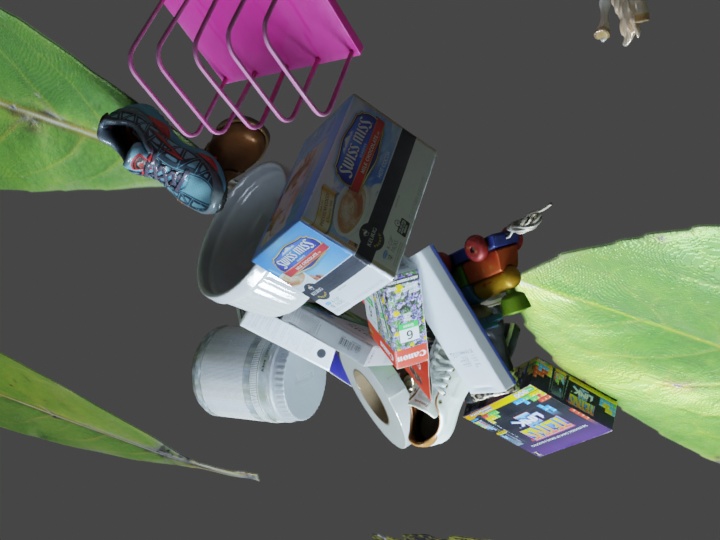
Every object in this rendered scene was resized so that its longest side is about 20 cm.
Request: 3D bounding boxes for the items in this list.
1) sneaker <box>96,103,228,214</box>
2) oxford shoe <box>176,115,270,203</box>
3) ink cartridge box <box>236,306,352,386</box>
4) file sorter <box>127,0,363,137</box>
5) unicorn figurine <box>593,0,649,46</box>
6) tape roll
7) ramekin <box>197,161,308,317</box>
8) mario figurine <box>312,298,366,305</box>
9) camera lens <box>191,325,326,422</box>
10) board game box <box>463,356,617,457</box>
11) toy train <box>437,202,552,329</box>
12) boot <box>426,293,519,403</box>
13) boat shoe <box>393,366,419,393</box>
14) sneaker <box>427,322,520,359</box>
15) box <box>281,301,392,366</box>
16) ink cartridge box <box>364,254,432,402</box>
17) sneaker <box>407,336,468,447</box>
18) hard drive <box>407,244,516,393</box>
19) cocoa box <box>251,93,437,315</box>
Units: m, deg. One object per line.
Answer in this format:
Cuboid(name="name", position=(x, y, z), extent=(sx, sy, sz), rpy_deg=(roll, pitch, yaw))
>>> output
Cuboid(name="sneaker", position=(-0.258, -0.133, 1.187), extent=(0.200, 0.095, 0.080), rpy_deg=(39, 120, 17))
Cuboid(name="oxford shoe", position=(-0.184, -0.138, 1.233), extent=(0.071, 0.072, 0.200), rpy_deg=(35, 144, -20))
Cuboid(name="ink cartridge box", position=(-0.101, 0.086, 1.445), extent=(0.199, 0.044, 0.198), rpy_deg=(32, -174, -17))
Cuboid(name="file sorter", position=(-0.128, -0.233, 1.004), extent=(0.199, 0.126, 0.139), rpy_deg=(-4, 142, 33))
Cuboid(name="unicorn figurine", position=(0.211, -0.282, 0.758), extent=(0.073, 0.138, 0.200), rpy_deg=(6, 161, 4))
Cuboid(name="tape roll", position=(0.032, 0.200, 1.543), extent=(0.203, 0.037, 0.203), rpy_deg=(54, 164, 23))
Cuboid(name="ramekin", position=(-0.119, -0.034, 1.242), extent=(0.105, 0.201, 0.200), rpy_deg=(29, 148, -32))
Cuboid(name="mario figurine", position=(0.000, 0.000, 1.357), extent=(0.123, 0.107, 0.199), rpy_deg=(-1, -179, -44))
Cuboid(name="camera lens", position=(-0.180, 0.180, 1.624), extent=(0.199, 0.161, 0.160), rpy_deg=(2, 144, 28))
Cuboid(name="board game box", position=(0.291, 0.230, 1.533), extent=(0.165, 0.057, 0.200), rpy_deg=(30, 147, -12))
Cuboid(name="toy train", position=(0.185, 0.003, 1.175), extent=(0.200, 0.084, 0.116), rpy_deg=(-27, 80, 50))
Cuboid(name="boot", position=(0.138, 0.117, 1.366), extent=(0.199, 0.073, 0.152), rpy_deg=(-17, 90, 37))
Cuboid(name="boat shoe", position=(0.085, 0.184, 1.565), extent=(0.075, 0.072, 0.200), rpy_deg=(-9, 138, 38))
Cuboid(name="sneaker", position=(0.161, 0.120, 1.425), extent=(0.083, 0.072, 0.200), rpy_deg=(31, 147, -16))
Cuboid(name="box", position=(-0.016, 0.093, 1.386), extent=(0.144, 0.037, 0.200), rpy_deg=(28, -177, 18))
Cuboid(name="ink cartridge box", position=(0.046, 0.071, 1.235), extent=(0.050, 0.109, 0.201), rpy_deg=(-15, 117, -14))
Cuboid(name="sneaker", position=(0.114, 0.156, 1.294), extent=(0.072, 0.201, 0.084), rpy_deg=(19, -166, 30))
Cuboid(name="hard drive", position=(0.119, 0.067, 1.209), extent=(0.201, 0.025, 0.132), rpy_deg=(59, 165, 1))
Cuboid(name="cocoa box", position=(-0.018, -0.077, 1.105), extent=(0.131, 0.201, 0.133), rpy_deg=(32, 146, -18))
